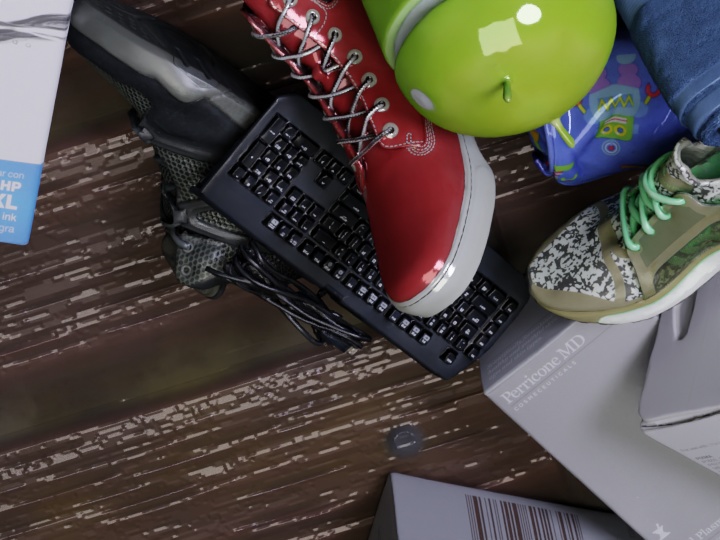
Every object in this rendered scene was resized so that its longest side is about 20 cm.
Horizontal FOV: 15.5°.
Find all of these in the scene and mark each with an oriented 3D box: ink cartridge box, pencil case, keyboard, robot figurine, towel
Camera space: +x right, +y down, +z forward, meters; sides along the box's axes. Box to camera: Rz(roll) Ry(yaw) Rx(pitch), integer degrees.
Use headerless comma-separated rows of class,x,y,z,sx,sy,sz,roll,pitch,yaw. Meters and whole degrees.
ink cartridge box,0.261,0.056,1.425,0.200,0.148,0.086,29,154,-28
pencil case,0.183,-0.091,1.405,0.199,0.078,0.087,-5,101,-1
keyboard,0.000,0.000,1.395,0.200,0.040,0.104,37,101,-30
ink cartridge box,-0.187,-0.136,1.318,0.084,0.145,0.201,9,116,-10
robot figurine,0.055,-0.153,1.298,0.115,0.201,0.175,-32,152,21
towel,0.171,-0.164,1.317,0.111,0.200,0.049,-33,153,15

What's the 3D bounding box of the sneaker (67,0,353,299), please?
sneaker,-0.094,-0.057,1.403,0.199,0.076,0.114,37,102,-25

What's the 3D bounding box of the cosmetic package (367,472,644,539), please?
cosmetic package,0.075,0.253,1.520,0.167,0.167,0.201,10,116,-9

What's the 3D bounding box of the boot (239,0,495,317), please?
boot,-0.007,-0.079,1.319,0.144,0.201,0.072,29,131,-34

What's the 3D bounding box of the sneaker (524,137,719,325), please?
sneaker,0.164,-0.041,1.347,0.199,0.077,0.089,-25,142,21

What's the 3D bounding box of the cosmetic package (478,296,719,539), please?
cosmetic package,0.167,0.077,1.484,0.200,0.090,0.107,39,111,-23
